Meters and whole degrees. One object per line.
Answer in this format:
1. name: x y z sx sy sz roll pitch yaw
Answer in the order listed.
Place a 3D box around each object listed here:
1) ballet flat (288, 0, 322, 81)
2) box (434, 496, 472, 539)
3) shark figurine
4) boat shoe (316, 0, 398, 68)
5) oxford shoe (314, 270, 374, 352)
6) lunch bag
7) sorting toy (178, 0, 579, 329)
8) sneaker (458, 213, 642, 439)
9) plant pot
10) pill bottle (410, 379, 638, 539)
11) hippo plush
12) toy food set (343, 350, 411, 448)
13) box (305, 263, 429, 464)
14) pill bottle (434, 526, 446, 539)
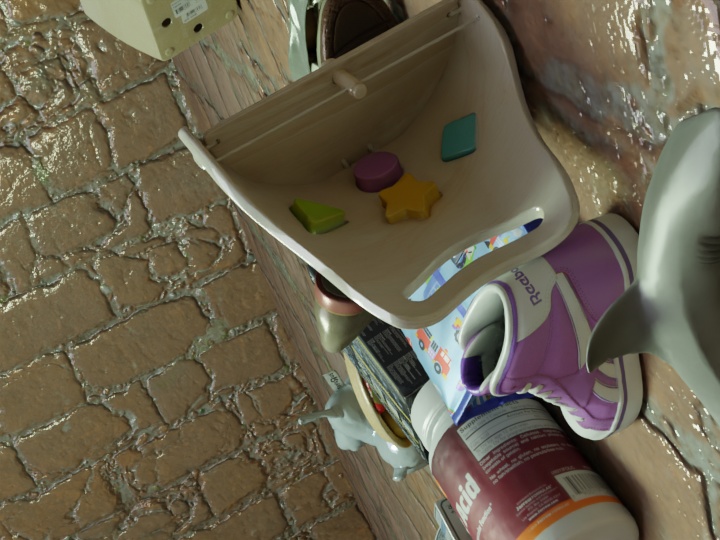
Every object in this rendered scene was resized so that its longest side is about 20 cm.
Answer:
1. ballet flat: -0.030 -0.205 0.827 0.064 0.067 0.200 52 166 23
2. box: 0.163 0.284 0.863 0.200 0.116 0.060 59 169 25
3. shark figurine: 0.153 0.044 0.426 0.128 0.089 0.215 172 75 -81
4. boat shoe: 0.006 -0.144 0.770 0.075 0.074 0.203 -119 9 -54
5. oxford shoe: 0.000 0.000 0.879 0.070 0.200 0.075 20 125 13
6. lunch bag: 0.088 -0.012 0.680 0.200 0.094 0.151 97 151 -48
7. sorting toy: 0.027 -0.050 0.546 0.180 0.199 0.107 51 167 40
8. sneaker: 0.112 0.056 0.584 0.073 0.114 0.201 54 166 42
9. plant pot: -0.280 -0.416 1.299 0.177 0.199 0.200 49 165 21
10. pill bottle: 0.127 0.172 0.779 0.200 0.114 0.114 54 165 47
11. hippo plush: 0.044 0.204 1.336 0.160 0.160 0.200 26 168 24
12. toy food set: 0.036 0.129 1.186 0.198 0.048 0.200 57 -161 -37
13. box: 0.023 0.090 0.991 0.200 0.049 0.161 51 170 36
14. pill bottle: 0.144 0.313 1.023 0.120 0.119 0.200 64 170 5
